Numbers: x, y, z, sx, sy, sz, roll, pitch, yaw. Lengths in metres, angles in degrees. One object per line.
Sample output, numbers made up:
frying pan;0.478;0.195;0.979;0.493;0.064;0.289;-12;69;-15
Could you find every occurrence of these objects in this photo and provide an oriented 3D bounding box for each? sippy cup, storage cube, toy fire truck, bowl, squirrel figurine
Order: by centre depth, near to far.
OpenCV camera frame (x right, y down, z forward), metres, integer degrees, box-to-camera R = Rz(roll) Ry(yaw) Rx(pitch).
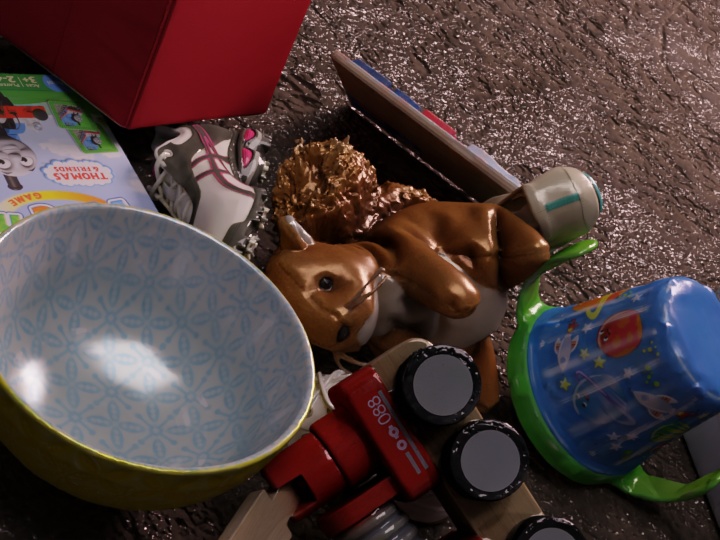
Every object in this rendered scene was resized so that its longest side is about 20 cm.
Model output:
toy fire truck;0.008;0.156;0.758;0.200;0.129;0.176;-32;88;-12
bowl;-0.138;0.067;0.769;0.200;0.108;0.200;20;38;-16
squirrel figurine;0.000;0.000;0.940;0.186;0.142;0.200;-4;40;-33
sippy cup;0.197;0.070;0.958;0.178;0.130;0.140;34;47;-27
storage cube;-0.151;-0.229;1.007;0.171;0.180;0.200;35;27;22

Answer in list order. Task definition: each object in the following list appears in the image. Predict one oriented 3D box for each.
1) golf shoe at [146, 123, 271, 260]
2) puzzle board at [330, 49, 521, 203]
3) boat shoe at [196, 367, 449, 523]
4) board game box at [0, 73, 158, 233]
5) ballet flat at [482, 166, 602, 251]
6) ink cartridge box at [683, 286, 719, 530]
golf shoe;-0.112;-0.044;0.950;0.088;0.077;0.200;15;25;-13
puzzle board;0.065;-0.105;1.119;0.200;0.017;0.151;39;-2;9
boat shoe;-0.014;0.093;0.861;0.200;0.069;0.071;22;40;-11
board game box;-0.225;-0.058;0.914;0.151;0.037;0.200;-5;50;-41
ballet flat;0.110;-0.025;1.015;0.069;0.200;0.070;5;71;-16
ink cartridge box;0.316;0.079;1.007;0.043;0.200;0.197;15;39;-22
